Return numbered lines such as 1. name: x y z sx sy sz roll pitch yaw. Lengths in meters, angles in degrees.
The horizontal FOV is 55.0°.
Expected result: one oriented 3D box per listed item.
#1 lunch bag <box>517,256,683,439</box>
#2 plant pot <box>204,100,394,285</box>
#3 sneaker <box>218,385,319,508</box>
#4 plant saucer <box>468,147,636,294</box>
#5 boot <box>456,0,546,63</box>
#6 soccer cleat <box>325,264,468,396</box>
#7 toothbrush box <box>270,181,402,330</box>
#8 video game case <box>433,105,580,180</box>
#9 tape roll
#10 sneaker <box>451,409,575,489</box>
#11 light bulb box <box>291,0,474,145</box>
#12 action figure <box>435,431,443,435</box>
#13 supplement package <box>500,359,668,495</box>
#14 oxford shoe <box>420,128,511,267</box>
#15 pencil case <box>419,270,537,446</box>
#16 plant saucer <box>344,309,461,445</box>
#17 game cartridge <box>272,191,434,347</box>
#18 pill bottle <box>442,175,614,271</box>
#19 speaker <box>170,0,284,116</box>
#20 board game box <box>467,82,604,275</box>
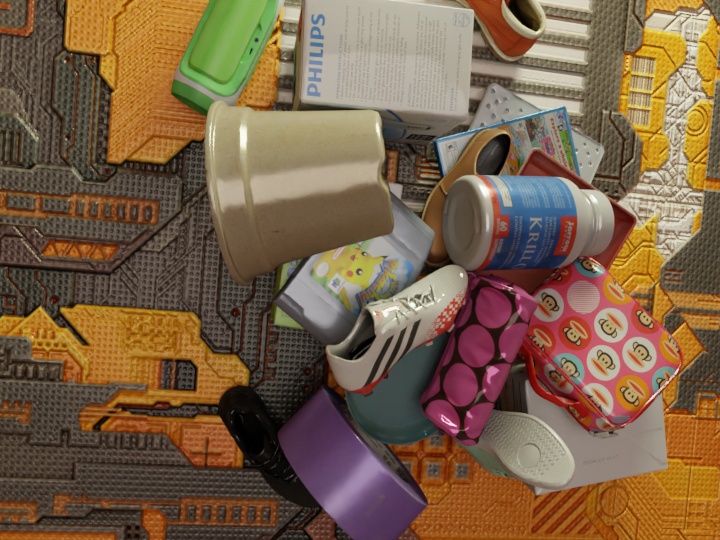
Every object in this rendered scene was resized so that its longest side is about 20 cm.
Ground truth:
1. lunch bag: 0.286 0.102 0.879 0.175 0.082 0.201 -37 75 -18
2. plant pot: -0.057 -0.096 0.769 0.178 0.200 0.207 -7 95 4
3. sneaker: -0.117 0.246 0.916 0.076 0.091 0.200 -44 100 -5
4. plant saucer: 0.253 -0.034 0.953 0.197 0.037 0.203 27 98 -20
5. boot: 0.174 -0.380 0.921 0.075 0.107 0.201 -40 97 -3
6. soccer cleat: 0.044 0.056 0.791 0.199 0.069 0.086 -41 133 -6
7. toothbrush box: -0.034 -0.023 0.916 0.141 0.086 0.206 8 93 -11
8. video game case: 0.209 -0.132 0.959 0.195 0.018 0.147 -16 95 -8
9. tape roll: -0.010 0.248 0.877 0.085 0.200 0.200 -43 99 -3
10. sneaker: 0.206 0.236 0.890 0.074 0.198 0.118 -53 126 -14
11. light bulb box: 0.016 -0.240 0.855 0.194 0.198 0.129 3 90 -9
12. action figure: 0.106 0.117 0.948 0.127 0.069 0.205 17 99 -25
13. supplement package: 0.308 0.202 0.974 0.194 0.111 0.161 -8 95 -9
14. oxford shoe: 0.135 -0.098 0.905 0.070 0.071 0.204 27 91 -11
15. pencil case: 0.138 0.105 0.845 0.092 0.091 0.205 21 96 3
16. plant saucer: 0.063 0.120 0.874 0.195 0.027 0.206 -8 108 -26
17. game cartridge: 0.000 0.000 0.864 0.133 0.040 0.202 39 85 -16
18. pill bottle: 0.209 -0.059 0.852 0.194 0.112 0.116 -3 94 -20
19. speaker: -0.164 -0.298 0.879 0.087 0.088 0.204 26 89 -10
20. board game box: 0.224 -0.127 0.984 0.196 0.026 0.204 25 89 -10
